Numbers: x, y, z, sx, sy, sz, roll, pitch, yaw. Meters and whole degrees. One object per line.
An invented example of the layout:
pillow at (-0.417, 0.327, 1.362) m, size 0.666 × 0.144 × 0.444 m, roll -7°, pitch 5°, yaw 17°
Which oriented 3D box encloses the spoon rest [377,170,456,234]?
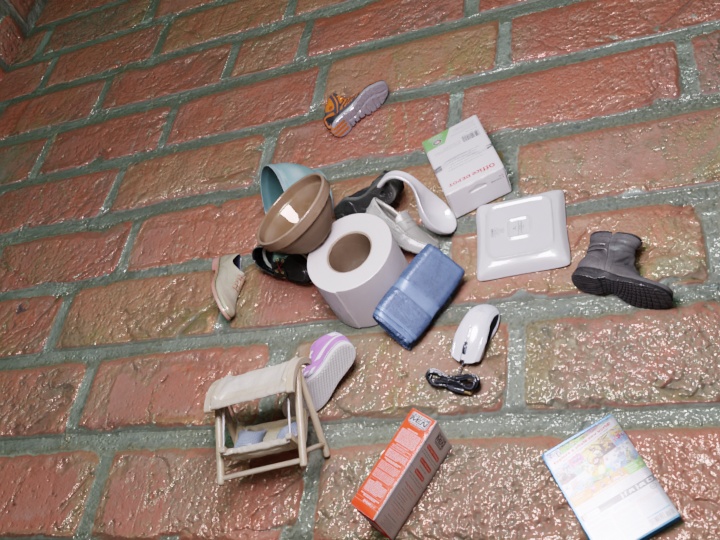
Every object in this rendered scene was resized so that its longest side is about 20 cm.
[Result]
spoon rest at (0.132, -0.153, 1.733) m, size 0.061 × 0.198 × 0.100 m, roll -53°, pitch 3°, yaw 41°

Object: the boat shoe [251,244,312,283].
boat shoe at (-0.181, -0.012, 1.839) m, size 0.062 × 0.076 × 0.199 m, roll -13°, pitch 26°, yaw -39°

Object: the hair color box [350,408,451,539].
hair color box at (0.076, 0.361, 1.398) m, size 0.060 × 0.102 × 0.201 m, roll 22°, pitch 67°, yaw 38°

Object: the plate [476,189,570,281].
plate at (0.334, -0.082, 1.652) m, size 0.195 × 0.032 × 0.204 m, roll -11°, pitch 51°, yaw 22°

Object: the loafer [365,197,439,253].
loafer at (0.092, -0.097, 1.745) m, size 0.197 × 0.071 × 0.069 m, roll 29°, pitch 27°, yaw 25°

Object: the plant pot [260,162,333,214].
plant pot at (-0.145, -0.169, 1.891) m, size 0.131 × 0.204 × 0.201 m, roll -18°, pitch 42°, yaw -22°

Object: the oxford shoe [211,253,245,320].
oxford shoe at (-0.313, 0.031, 1.892) m, size 0.072 × 0.071 × 0.203 m, roll -21°, pitch 48°, yaw 8°

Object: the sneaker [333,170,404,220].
sneaker at (0.028, -0.172, 1.867) m, size 0.197 × 0.077 × 0.114 m, roll -29°, pitch 7°, yaw 37°

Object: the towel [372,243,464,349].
towel at (0.120, 0.051, 1.624) m, size 0.111 × 0.049 × 0.201 m, roll 39°, pitch 79°, yaw 3°

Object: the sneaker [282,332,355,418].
sneaker at (-0.095, 0.216, 1.641) m, size 0.201 × 0.073 × 0.114 m, roll -46°, pitch 28°, yaw -4°

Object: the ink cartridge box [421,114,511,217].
ink cartridge box at (0.240, -0.237, 1.787) m, size 0.143 × 0.085 × 0.203 m, roll -25°, pitch 47°, yaw 9°

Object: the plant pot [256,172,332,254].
plant pot at (-0.124, -0.105, 1.694) m, size 0.199 × 0.093 × 0.203 m, roll -35°, pitch 29°, yaw 23°

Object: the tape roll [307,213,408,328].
tape roll at (0.000, 0.000, 1.696) m, size 0.198 × 0.140 × 0.207 m, roll -15°, pitch 50°, yaw 18°

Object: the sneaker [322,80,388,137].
sneaker at (-0.023, -0.455, 2.107) m, size 0.198 × 0.078 × 0.112 m, roll -38°, pitch 47°, yaw -3°

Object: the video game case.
video game case at (0.404, 0.351, 1.285) m, size 0.141 × 0.018 × 0.202 m, roll -31°, pitch 47°, yaw 5°

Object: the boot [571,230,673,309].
boot at (0.506, -0.012, 1.482) m, size 0.197 × 0.071 × 0.133 m, roll 19°, pitch 60°, yaw 33°

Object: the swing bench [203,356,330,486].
swing bench at (-0.186, 0.287, 1.524) m, size 0.194 × 0.129 × 0.206 m, roll -16°, pitch 81°, yaw 18°

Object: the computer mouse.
computer mouse at (0.209, 0.142, 1.536) m, size 0.107 × 0.044 × 0.203 m, roll 10°, pitch 60°, yaw 35°
